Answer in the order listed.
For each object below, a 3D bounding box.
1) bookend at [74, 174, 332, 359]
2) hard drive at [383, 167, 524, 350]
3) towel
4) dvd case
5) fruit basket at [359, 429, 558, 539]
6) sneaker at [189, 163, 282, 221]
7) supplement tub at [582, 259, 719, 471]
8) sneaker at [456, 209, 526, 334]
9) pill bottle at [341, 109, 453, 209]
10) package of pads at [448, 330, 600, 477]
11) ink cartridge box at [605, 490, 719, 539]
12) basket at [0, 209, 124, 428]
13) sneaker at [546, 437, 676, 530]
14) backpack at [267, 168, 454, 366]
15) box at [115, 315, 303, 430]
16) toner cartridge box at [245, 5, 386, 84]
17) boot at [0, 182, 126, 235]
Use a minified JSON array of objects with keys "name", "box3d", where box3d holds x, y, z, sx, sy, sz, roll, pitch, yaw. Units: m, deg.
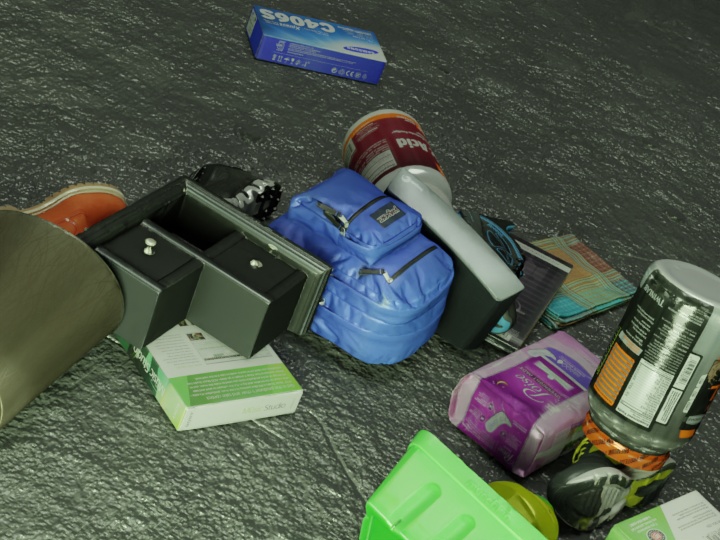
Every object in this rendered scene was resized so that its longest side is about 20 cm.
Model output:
[{"name":"bookend","box3d":[-0.169,0.016,1.527,0.198,0.092,0.200,32,33,15]},{"name":"hard drive","box3d":[0.084,-0.007,1.731,0.200,0.135,0.042,46,44,12]},{"name":"towel","box3d":[0.264,0.008,1.952,0.199,0.022,0.147,-15,48,-45]},{"name":"dvd case","box3d":[0.164,0.014,1.854,0.148,0.016,0.200,28,41,12]},{"name":"fruit basket","box3d":[0.122,0.248,1.396,0.214,0.156,0.216,5,46,-5]},{"name":"sneaker","box3d":[-0.180,-0.081,1.764,0.090,0.067,0.200,31,28,19]},{"name":"supplement tub","box3d":[0.316,0.100,1.555,0.122,0.201,0.123,21,20,-8]},{"name":"sneaker","box3d":[0.168,-0.003,1.805,0.081,0.073,0.201,5,42,-15]},{"name":"pill bottle","box3d":[0.051,-0.108,1.901,0.114,0.115,0.200,8,34,-23]},{"name":"package of pads","box3d":[0.202,0.144,1.656,0.120,0.076,0.200,37,34,27]},{"name":"ink cartridge box","box3d":[0.343,0.326,1.460,0.145,0.084,0.200,-11,44,-42]},{"name":"basket","box3d":[-0.340,0.057,1.388,0.180,0.136,0.200,29,35,-1]},{"name":"sneaker","box3d":[0.251,0.218,1.590,0.199,0.075,0.085,-1,32,-48]},{"name":"backpack","box3d":[0.000,0.000,1.658,0.200,0.168,0.162,36,45,18]},{"name":"box","box3d":[-0.169,0.081,1.552,0.144,0.036,0.200,-5,40,-37]},{"name":"toner cartridge box","box3d":[-0.067,-0.339,2.245,0.199,0.043,0.095,9,35,-22]},{"name":"boot","box3d":[-0.316,-0.026,1.590,0.199,0.075,0.107,-24,57,-40]}]
